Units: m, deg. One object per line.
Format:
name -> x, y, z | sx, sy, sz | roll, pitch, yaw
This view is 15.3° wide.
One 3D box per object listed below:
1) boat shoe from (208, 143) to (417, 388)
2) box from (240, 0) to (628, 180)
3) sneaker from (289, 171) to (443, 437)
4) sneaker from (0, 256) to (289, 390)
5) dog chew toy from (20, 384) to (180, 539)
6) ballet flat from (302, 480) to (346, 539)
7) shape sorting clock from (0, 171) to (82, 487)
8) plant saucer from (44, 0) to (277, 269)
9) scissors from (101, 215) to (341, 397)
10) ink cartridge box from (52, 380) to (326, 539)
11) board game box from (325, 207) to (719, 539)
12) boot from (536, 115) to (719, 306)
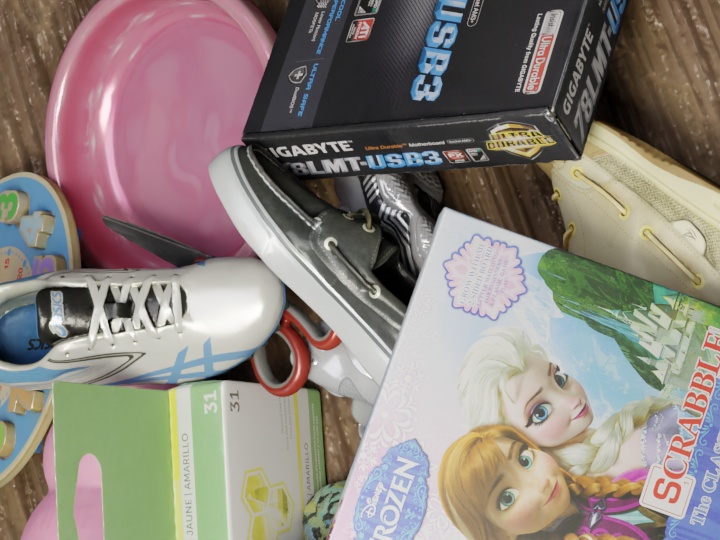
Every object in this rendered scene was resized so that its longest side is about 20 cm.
boat shoe -> 0.000, 0.000, 1.454 | 0.057, 0.069, 0.200 | -44, 84, 18
box -> 0.051, -0.145, 1.486 | 0.198, 0.050, 0.201 | -3, 54, 33
sneaker -> 0.002, 0.000, 1.529 | 0.115, 0.075, 0.200 | -38, 69, 19
sneaker -> -0.138, 0.030, 1.516 | 0.199, 0.072, 0.072 | -9, 77, 17
dog chew toy -> -0.135, 0.124, 1.574 | 0.124, 0.124, 0.201 | -3, 75, 31
ballet flat -> 0.042, 0.175, 1.482 | 0.200, 0.074, 0.074 | 38, 103, 25
shape sorting clock -> -0.226, 0.037, 1.649 | 0.200, 0.039, 0.201 | -31, 53, 53
plant saucer -> -0.104, -0.079, 1.603 | 0.200, 0.051, 0.202 | 2, 93, 39
scissors -> -0.079, -0.003, 1.547 | 0.200, 0.014, 0.073 | 43, 114, 35
ink cartridge box -> -0.090, 0.134, 1.493 | 0.048, 0.200, 0.146 | -9, 80, 31
board game box -> 0.101, 0.095, 1.368 | 0.199, 0.041, 0.201 | 19, 82, 1
boot -> 0.119, 0.000, 1.459 | 0.200, 0.073, 0.156 | 31, 96, 24
